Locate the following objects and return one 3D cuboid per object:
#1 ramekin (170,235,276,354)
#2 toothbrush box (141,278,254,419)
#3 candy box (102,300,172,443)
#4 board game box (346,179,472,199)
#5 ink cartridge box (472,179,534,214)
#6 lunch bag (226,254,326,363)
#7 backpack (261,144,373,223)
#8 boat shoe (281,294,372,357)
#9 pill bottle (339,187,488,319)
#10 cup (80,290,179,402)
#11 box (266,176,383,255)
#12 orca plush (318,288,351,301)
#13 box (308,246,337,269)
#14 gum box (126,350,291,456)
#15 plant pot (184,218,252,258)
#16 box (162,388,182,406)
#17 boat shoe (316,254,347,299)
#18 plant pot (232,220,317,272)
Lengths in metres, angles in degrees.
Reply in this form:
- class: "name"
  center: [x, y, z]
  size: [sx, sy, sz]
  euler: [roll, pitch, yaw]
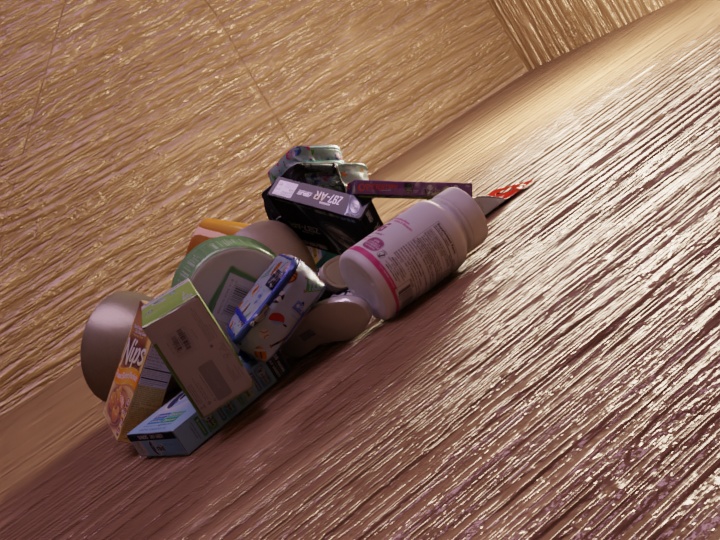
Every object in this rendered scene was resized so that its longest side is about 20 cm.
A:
- class: "ramekin"
  center: [-0.201, 0.045, 1.441]
  size: [0.200, 0.200, 0.098]
  euler: [-34, 13, -11]
- class: "toothbrush box"
  center: [-0.228, 0.101, 1.230]
  size: [0.086, 0.146, 0.200]
  euler: [-32, 12, -8]
- class: "candy box"
  center: [-0.341, 0.159, 1.411]
  size: [0.115, 0.055, 0.200]
  euler: [28, 100, 59]
- class: "board game box"
  center: [0.082, -0.138, 1.546]
  size: [0.200, 0.032, 0.120]
  euler: [1, 6, -8]
- class: "ink cartridge box"
  center: [0.189, -0.117, 1.598]
  size: [0.200, 0.057, 0.163]
  euler: [-39, 11, -17]
- class: "lunch bag"
  center: [-0.130, 0.055, 1.302]
  size: [0.160, 0.076, 0.200]
  euler: [-51, 10, -4]
- class: "backpack"
  center: [-0.081, -0.162, 1.780]
  size: [0.200, 0.151, 0.178]
  euler: [-1, -18, -30]
- class: "boat shoe"
  center: [-0.048, 0.070, 1.308]
  size: [0.200, 0.072, 0.069]
  euler: [-36, 18, 48]
- class: "pill bottle"
  center: [0.079, -0.028, 1.275]
  size: [0.200, 0.113, 0.113]
  euler: [-35, 10, -21]
- class: "cup"
  center: [-0.359, 0.138, 1.552]
  size: [0.143, 0.200, 0.200]
  euler: [2, 26, 28]
- class: "box"
  center: [-0.049, -0.085, 1.588]
  size: [0.200, 0.160, 0.044]
  euler: [17, 66, 29]
- class: "orca plush"
  center: [-0.068, 0.058, 1.427]
  size: [0.105, 0.071, 0.200]
  euler: [-38, 11, -36]
- class: "box"
  center: [-0.075, -0.036, 1.759]
  size: [0.200, 0.049, 0.082]
  euler: [-43, 42, 35]
- class: "gum box"
  center: [-0.222, 0.193, 1.306]
  size: [0.200, 0.045, 0.170]
  euler: [-39, 13, -35]
- class: "plant pot"
  center: [-0.254, -0.019, 1.841]
  size: [0.200, 0.183, 0.200]
  euler: [20, -90, -86]
- class: "box"
  center: [-0.263, 0.182, 1.571]
  size: [0.200, 0.021, 0.163]
  euler: [-30, 9, 18]
- class: "boat shoe"
  center: [0.000, 0.000, 1.494]
  size: [0.200, 0.072, 0.060]
  euler: [-23, -17, -43]
- class: "plant pot"
  center: [-0.151, 0.030, 1.591]
  size: [0.200, 0.200, 0.134]
  euler: [-35, 47, -20]
